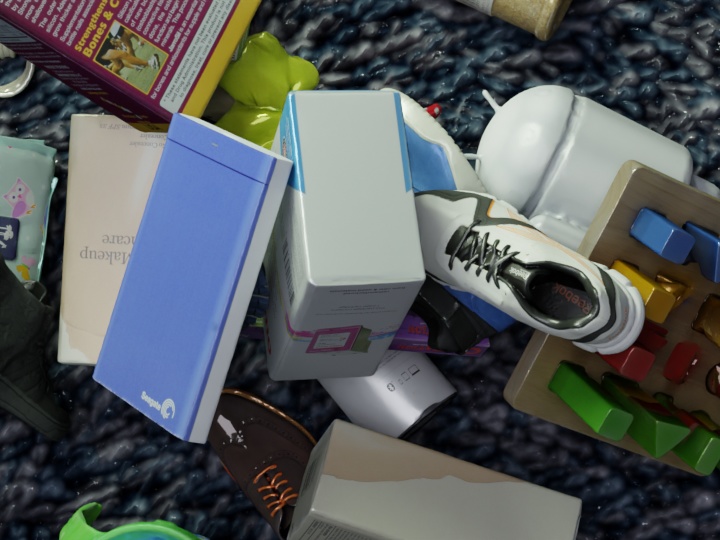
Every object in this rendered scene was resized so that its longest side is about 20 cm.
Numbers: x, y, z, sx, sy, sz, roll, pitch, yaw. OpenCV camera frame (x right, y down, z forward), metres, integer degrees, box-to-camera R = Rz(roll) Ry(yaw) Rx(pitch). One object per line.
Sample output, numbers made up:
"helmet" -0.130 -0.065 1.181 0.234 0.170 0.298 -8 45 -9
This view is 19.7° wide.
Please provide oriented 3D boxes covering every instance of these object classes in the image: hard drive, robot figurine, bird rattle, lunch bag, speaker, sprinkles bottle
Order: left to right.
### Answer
"lunch bag" -0.352 -0.033 1.686 0.199 0.122 0.171 7 86 -6
"hard drive" -0.119 0.003 1.437 0.132 0.025 0.201 27 101 51
"bird rattle" -0.046 -0.124 1.616 0.163 0.200 0.113 14 98 49
"speaker" -0.016 0.045 1.637 0.081 0.081 0.200 -41 82 7
"sprinkles bottle" 0.072 -0.250 1.636 0.200 0.068 0.068 26 93 10
"robot figurine" 0.172 -0.067 1.575 0.200 0.170 0.113 26 131 -5

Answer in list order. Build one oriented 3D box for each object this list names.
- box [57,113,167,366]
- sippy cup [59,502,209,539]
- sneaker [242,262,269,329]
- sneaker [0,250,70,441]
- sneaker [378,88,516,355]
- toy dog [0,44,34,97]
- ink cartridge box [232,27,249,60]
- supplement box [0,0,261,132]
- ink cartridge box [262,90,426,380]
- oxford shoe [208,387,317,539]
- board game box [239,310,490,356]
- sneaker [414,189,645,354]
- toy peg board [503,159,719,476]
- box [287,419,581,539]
"box" -0.185 -0.022 1.672 0.095 0.078 0.201 2 89 9
"sippy cup" -0.151 0.260 1.631 0.139 0.130 0.178 -14 86 9
"sneaker" -0.134 0.010 1.543 0.077 0.200 0.085 4 71 -32
"sneaker" -0.270 0.056 1.641 0.060 0.200 0.104 25 79 36
"sneaker" 0.042 -0.029 1.546 0.111 0.077 0.200 -37 101 -9
"toy dog" -0.256 -0.231 1.683 0.200 0.096 0.132 -21 84 9
"ink cartridge box" -0.164 -0.231 1.607 0.076 0.200 0.148 9 90 28
"supplement box" -0.190 -0.202 1.504 0.200 0.103 0.131 33 79 -27
"ink cartridge box" -0.020 -0.021 1.475 0.084 0.200 0.145 -2 69 -13
"oxford shoe" -0.056 0.170 1.644 0.200 0.073 0.071 45 97 9
"board game box" 0.000 0.000 1.602 0.199 0.032 0.120 6 62 -14
"sneaker" 0.103 -0.008 1.450 0.200 0.080 0.074 24 94 24
"toy peg board" 0.244 0.054 1.515 0.200 0.098 0.200 21 102 -30
"box" 0.055 0.190 1.570 0.199 0.095 0.078 19 65 -8
